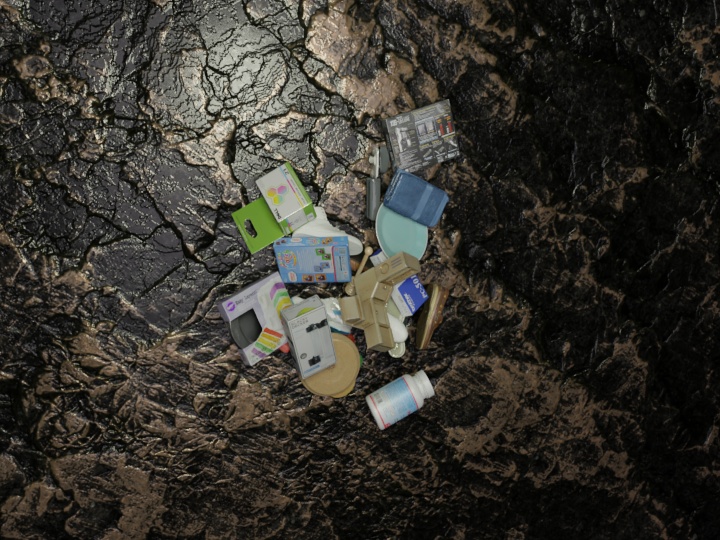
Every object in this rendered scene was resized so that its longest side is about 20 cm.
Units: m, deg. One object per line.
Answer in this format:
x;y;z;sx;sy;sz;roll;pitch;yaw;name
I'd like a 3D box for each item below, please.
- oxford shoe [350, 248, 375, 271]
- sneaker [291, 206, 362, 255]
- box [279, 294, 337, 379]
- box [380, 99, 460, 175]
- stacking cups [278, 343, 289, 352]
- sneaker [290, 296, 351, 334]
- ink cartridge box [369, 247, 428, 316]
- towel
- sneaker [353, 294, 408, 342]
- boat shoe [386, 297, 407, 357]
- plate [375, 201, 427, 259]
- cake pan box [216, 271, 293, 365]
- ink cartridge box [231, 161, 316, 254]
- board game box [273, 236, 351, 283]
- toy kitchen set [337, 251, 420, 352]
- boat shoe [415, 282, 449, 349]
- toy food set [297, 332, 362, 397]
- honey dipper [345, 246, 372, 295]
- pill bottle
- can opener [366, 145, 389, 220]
-0.029;-0.028;1.618;0.196;0.072;0.072;20;128;-21;oxford shoe
-0.084;-0.116;1.541;0.195;0.118;0.074;14;142;-15;sneaker
-0.139;0.181;1.543;0.114;0.060;0.205;-21;124;-19;box
0.168;-0.368;1.584;0.195;0.050;0.162;-20;107;-10;box
-0.270;0.157;1.589;0.199;0.061;0.061;40;91;-20;stacking cups
-0.109;0.113;1.622;0.196;0.076;0.083;24;73;-14;sneaker
0.113;0.021;1.633;0.094;0.044;0.203;-40;106;-38;ink cartridge box
0.155;-0.199;1.594;0.197;0.048;0.114;19;103;-37;towel
0.050;0.142;1.629;0.198;0.080;0.071;37;94;3;sneaker
0.106;0.151;1.693;0.070;0.068;0.207;0;91;10;boat shoe
0.113;-0.112;1.613;0.196;0.025;0.207;5;82;-38;plate
-0.270;0.129;1.534;0.198;0.052;0.188;-30;101;-34;cake pan box
-0.233;-0.160;1.473;0.197;0.076;0.149;-31;66;-7;ink cartridge box
-0.125;-0.027;1.527;0.194;0.037;0.153;-2;140;2;board game box
0.059;0.076;1.472;0.178;0.205;0.161;-28;151;30;toy kitchen set
0.218;0.143;1.711;0.066;0.072;0.206;12;97;-15;boat shoe
-0.089;0.273;1.673;0.195;0.049;0.203;15;99;-17;toy food set
0.000;0.000;1.571;0.037;0.039;0.202;7;143;-16;honey dipper
0.121;0.387;1.725;0.196;0.109;0.111;-27;109;-6;pill bottle
0.047;-0.242;1.581;0.064;0.053;0.206;1;103;-16;can opener
